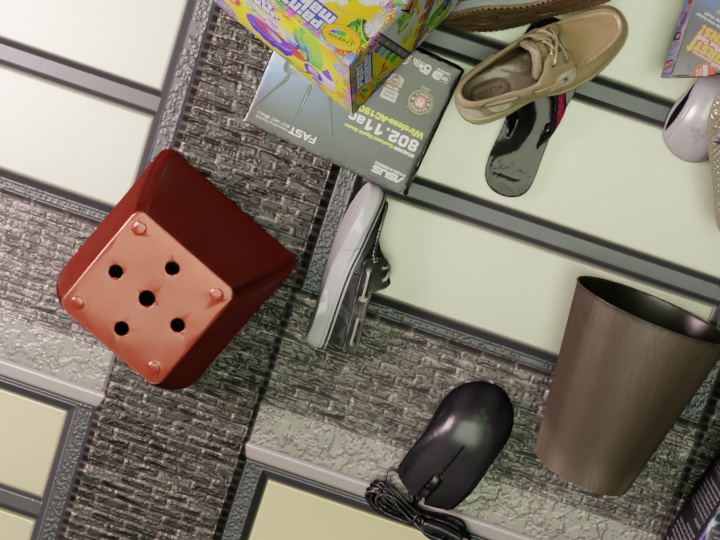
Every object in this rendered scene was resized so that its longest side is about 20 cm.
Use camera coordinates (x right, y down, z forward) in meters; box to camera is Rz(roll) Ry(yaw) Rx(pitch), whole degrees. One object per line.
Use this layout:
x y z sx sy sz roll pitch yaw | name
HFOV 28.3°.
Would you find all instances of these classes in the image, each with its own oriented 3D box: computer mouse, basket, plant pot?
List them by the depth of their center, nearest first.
0.401 -0.201 1.523 0.109 0.044 0.200 32 101 -3 | computer mouse
-0.213 0.014 1.537 0.200 0.176 0.200 41 101 -4 | plant pot
0.278 0.131 1.552 0.180 0.136 0.201 21 105 -6 | basket
0.105 0.220 1.617 0.138 0.053 0.201 30 101 -1 | computer mouse

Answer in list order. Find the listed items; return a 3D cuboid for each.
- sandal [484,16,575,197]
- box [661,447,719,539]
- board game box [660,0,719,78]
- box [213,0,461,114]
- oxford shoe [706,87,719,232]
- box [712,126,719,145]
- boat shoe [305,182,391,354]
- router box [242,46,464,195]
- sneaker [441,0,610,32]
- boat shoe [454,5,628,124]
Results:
0.188 -0.173 1.541 0.075 0.045 0.201 16 101 1 | sandal
0.425 0.320 1.590 0.148 0.104 0.201 28 101 -2 | box
0.409 -0.259 1.468 0.199 0.062 0.200 31 98 -1 | board game box
-0.020 -0.305 1.436 0.200 0.122 0.193 41 77 13 | box
0.401 -0.121 1.473 0.058 0.075 0.201 -29 128 -27 | oxford shoe
0.447 -0.180 1.397 0.137 0.040 0.201 28 87 -25 | box
0.000 0.000 1.582 0.071 0.072 0.201 17 112 -9 | boat shoe
-0.008 -0.191 1.542 0.199 0.062 0.150 24 103 -1 | router box
0.173 -0.322 1.505 0.199 0.070 0.109 -9 78 24 | sneaker
0.189 -0.218 1.483 0.199 0.065 0.072 -27 80 3 | boat shoe
